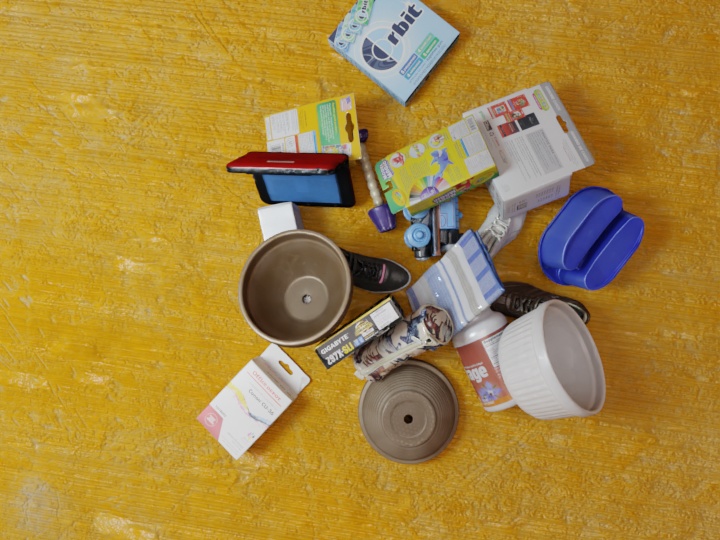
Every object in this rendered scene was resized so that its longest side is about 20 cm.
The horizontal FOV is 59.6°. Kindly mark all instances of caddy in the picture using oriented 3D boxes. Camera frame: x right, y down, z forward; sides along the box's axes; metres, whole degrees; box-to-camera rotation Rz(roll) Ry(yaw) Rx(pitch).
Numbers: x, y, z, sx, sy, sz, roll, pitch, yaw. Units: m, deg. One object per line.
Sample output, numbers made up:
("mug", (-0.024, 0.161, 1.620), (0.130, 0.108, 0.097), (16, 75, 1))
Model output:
("caddy", (0.423, -0.060, 1.170), (0.141, 0.105, 0.201), (38, 92, -18))

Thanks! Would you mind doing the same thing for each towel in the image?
("towel", (0.166, 0.037, 1.148), (0.200, 0.024, 0.148), (-46, 47, 34))

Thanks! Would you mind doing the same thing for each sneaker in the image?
("sneaker", (0.334, 0.063, 1.186), (0.198, 0.076, 0.071), (10, 90, 4))
("sneaker", (0.000, 0.000, 1.203), (0.198, 0.099, 0.072), (13, 88, 3))
("sneaker", (0.253, -0.065, 1.190), (0.074, 0.087, 0.201), (36, 91, 6))

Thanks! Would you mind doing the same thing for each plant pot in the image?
("plant pot", (0.091, 0.273, 1.195), (0.198, 0.093, 0.203), (0, 88, 5))
("plant pot", (-0.104, 0.038, 1.096), (0.198, 0.093, 0.203), (-3, 72, 11))

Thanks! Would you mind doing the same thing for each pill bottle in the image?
("pill bottle", (0.240, 0.150, 1.175), (0.111, 0.112, 0.202), (-26, 86, 4))

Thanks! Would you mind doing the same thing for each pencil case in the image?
("pencil case", (0.072, 0.135, 1.143), (0.199, 0.089, 0.078), (-35, 92, 35))

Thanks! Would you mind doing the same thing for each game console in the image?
("game console", (-0.122, -0.154, 1.154), (0.198, 0.173, 0.120), (3, 112, 12))

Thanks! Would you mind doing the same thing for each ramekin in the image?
("ramekin", (0.328, 0.163, 1.092), (0.105, 0.199, 0.202), (-29, 86, 39))

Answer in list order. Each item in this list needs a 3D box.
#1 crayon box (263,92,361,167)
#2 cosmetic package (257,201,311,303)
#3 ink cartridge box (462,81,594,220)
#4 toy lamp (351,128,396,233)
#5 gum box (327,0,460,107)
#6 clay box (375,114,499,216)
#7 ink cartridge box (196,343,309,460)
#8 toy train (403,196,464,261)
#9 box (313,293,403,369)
("crayon box", (-0.085, -0.253, 1.210), (0.198, 0.051, 0.127), (-8, 88, 24))
("cosmetic package", (-0.136, -0.025, 1.215), (0.073, 0.102, 0.202), (-11, 89, 3))
("ink cartridge box", (0.305, -0.223, 1.159), (0.174, 0.084, 0.202), (-21, 67, 4))
("toy lamp", (0.022, -0.173, 1.226), (0.058, 0.058, 0.202), (-20, 88, 4))
("gum box", (0.065, -0.453, 1.234), (0.199, 0.045, 0.170), (39, 92, 3))
("clay box", (0.134, -0.182, 1.127), (0.198, 0.048, 0.116), (-24, 67, 13))
("ink cartridge box", (-0.206, 0.252, 1.230), (0.116, 0.067, 0.200), (43, 92, 4))
("toy train", (0.140, -0.120, 1.203), (0.113, 0.087, 0.203), (-3, 89, -1))
("box", (0.003, 0.106, 1.151), (0.159, 0.200, 0.050), (-36, 88, 4))
